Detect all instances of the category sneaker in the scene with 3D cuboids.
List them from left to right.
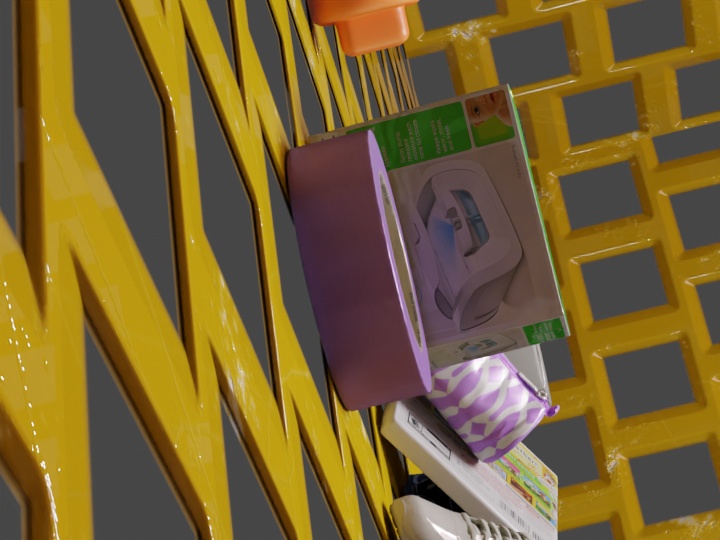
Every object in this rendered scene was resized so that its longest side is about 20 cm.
[{"bbox_3d":[0.083,0.212,1.831,0.200,0.077,0.071,-76,153,-80],"label":"sneaker"},{"bbox_3d":[0.102,0.235,1.661,0.200,0.080,0.077,42,18,-30],"label":"sneaker"}]

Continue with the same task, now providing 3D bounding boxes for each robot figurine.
[{"bbox_3d":[-0.006,-0.312,1.981,0.143,0.116,0.202,-18,95,-53],"label":"robot figurine"}]

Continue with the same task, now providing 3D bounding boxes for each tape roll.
[{"bbox_3d":[0.000,0.000,1.525,0.200,0.065,0.202,-13,90,-84],"label":"tape roll"}]

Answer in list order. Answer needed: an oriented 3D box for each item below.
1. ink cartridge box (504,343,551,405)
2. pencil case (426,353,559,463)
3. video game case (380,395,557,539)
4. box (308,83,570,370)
[{"bbox_3d":[0.131,0.092,2.313,0.200,0.144,0.146,59,19,-77],"label":"ink cartridge box"},{"bbox_3d":[0.083,0.074,1.776,0.200,0.085,0.084,49,25,-8],"label":"pencil case"},{"bbox_3d":[0.100,0.166,1.822,0.200,0.023,0.182,43,19,-10],"label":"video game case"},{"bbox_3d":[0.065,-0.028,1.681,0.097,0.175,0.202,55,23,-74],"label":"box"}]
